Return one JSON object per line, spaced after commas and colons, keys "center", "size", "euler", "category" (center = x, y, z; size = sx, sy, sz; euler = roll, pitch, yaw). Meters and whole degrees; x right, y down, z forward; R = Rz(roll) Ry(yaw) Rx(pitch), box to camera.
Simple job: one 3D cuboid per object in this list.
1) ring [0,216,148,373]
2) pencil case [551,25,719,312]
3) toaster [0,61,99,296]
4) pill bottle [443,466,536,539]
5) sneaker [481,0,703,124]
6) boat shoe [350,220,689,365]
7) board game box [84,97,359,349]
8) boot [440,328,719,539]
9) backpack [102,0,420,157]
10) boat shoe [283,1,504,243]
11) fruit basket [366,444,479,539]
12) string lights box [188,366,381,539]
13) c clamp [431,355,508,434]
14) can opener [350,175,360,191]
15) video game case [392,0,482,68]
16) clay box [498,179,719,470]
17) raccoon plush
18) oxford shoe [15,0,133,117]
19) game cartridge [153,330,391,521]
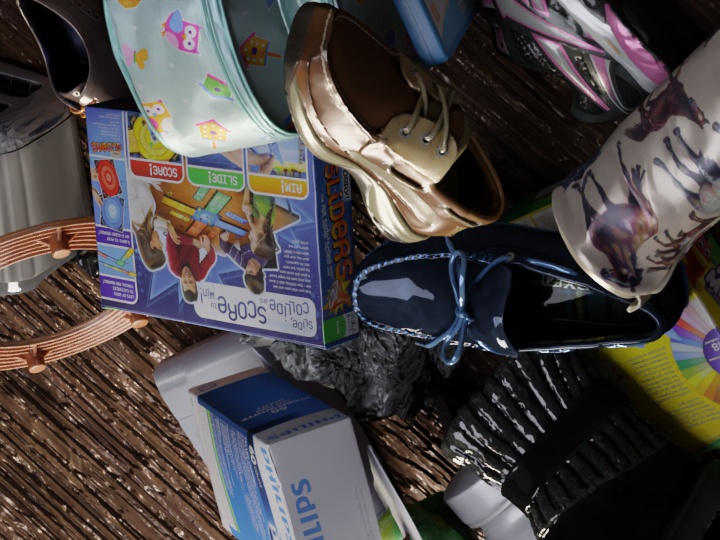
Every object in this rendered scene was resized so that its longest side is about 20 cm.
{"center": [-0.216, 0.023, 1.681], "size": [0.201, 0.199, 0.019], "euler": [-49, 53, 47], "category": "ring"}
{"center": [0.192, -0.069, 1.315], "size": [0.200, 0.078, 0.090], "euler": [-45, 75, 25], "category": "pencil case"}
{"center": [-0.268, -0.070, 1.704], "size": [0.199, 0.114, 0.130], "euler": [18, 127, 30], "category": "toaster"}
{"center": [0.150, 0.183, 1.534], "size": [0.200, 0.113, 0.113], "euler": [46, 137, -6], "category": "pill bottle"}
{"center": [0.093, -0.159, 1.365], "size": [0.200, 0.080, 0.086], "euler": [50, 127, 0], "category": "sneaker"}
{"center": [0.085, 0.010, 1.403], "size": [0.199, 0.069, 0.085], "euler": [-6, 115, 19], "category": "boat shoe"}
{"center": [-0.089, -0.032, 1.525], "size": [0.199, 0.034, 0.136], "euler": [10, 109, 40], "category": "board game box"}
{"center": [0.106, 0.147, 1.425], "size": [0.158, 0.211, 0.079], "euler": [39, 148, 0], "category": "boot"}
{"center": [-0.054, -0.163, 1.400], "size": [0.152, 0.200, 0.177], "euler": [0, 119, 34], "category": "backpack"}
{"center": [0.024, -0.081, 1.321], "size": [0.073, 0.076, 0.200], "euler": [1, 156, 26], "category": "boat shoe"}
{"center": [0.057, 0.207, 1.569], "size": [0.186, 0.093, 0.200], "euler": [61, 169, 16], "category": "fruit basket"}
{"center": [-0.051, 0.133, 1.580], "size": [0.200, 0.059, 0.103], "euler": [-159, 53, -70], "category": "string lights box"}
{"center": [0.081, 0.108, 1.611], "size": [0.170, 0.027, 0.201], "euler": [-7, 115, 42], "category": "c clamp"}
{"center": [-0.032, -0.085, 1.560], "size": [0.199, 0.054, 0.067], "euler": [24, 161, 23], "category": "can opener"}
{"center": [0.016, -0.225, 1.347], "size": [0.018, 0.143, 0.201], "euler": [-19, 108, 21], "category": "video game case"}
{"center": [0.177, 0.032, 1.466], "size": [0.115, 0.048, 0.201], "euler": [-22, 105, 45], "category": "clay box"}
{"center": [0.000, 0.000, 1.539], "size": [0.134, 0.097, 0.201], "euler": [30, 122, 28], "category": "raccoon plush"}
{"center": [-0.165, -0.111, 1.619], "size": [0.071, 0.073, 0.201], "euler": [-18, 107, 43], "category": "oxford shoe"}
{"center": [-0.051, 0.131, 1.729], "size": [0.133, 0.040, 0.201], "euler": [-25, 102, 42], "category": "game cartridge"}
